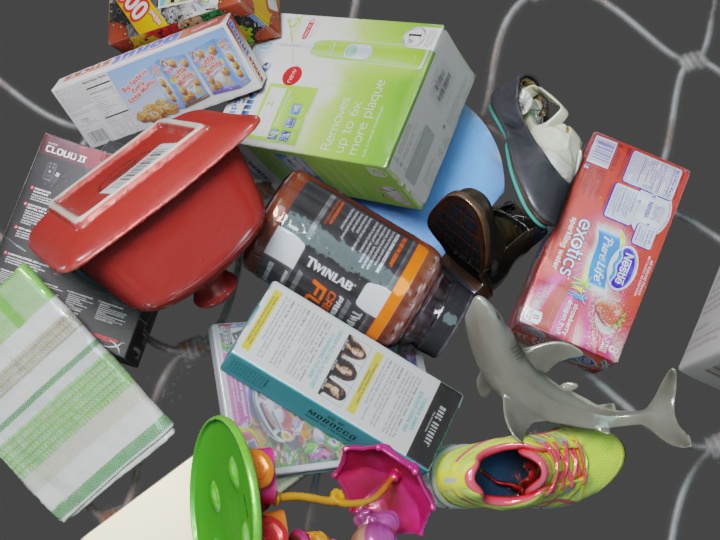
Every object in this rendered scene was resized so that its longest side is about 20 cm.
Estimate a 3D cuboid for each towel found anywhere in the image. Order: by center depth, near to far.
[{"bbox_3d":[-0.280,0.111,0.975,0.149,0.031,0.200,-39,95,12],"label":"towel"}]

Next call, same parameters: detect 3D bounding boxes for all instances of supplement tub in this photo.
[{"bbox_3d":[0.000,0.000,0.984,0.200,0.107,0.107,30,79,1],"label":"supplement tub"}]

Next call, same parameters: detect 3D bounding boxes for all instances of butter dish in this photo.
[{"bbox_3d":[-0.159,-0.032,0.924,0.200,0.199,0.148,-40,113,-14],"label":"butter dish"}]

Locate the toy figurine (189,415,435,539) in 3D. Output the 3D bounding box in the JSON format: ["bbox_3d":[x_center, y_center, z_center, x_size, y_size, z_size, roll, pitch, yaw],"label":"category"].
[{"bbox_3d":[-0.023,0.210,0.869,0.184,0.150,0.200,0,57,-27],"label":"toy figurine"}]

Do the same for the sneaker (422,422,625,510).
[{"bbox_3d":[0.159,0.181,0.973,0.200,0.090,0.078,-8,82,-21],"label":"sneaker"}]

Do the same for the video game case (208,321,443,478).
[{"bbox_3d":[-0.030,0.111,0.988,0.200,0.018,0.143,-3,66,-23],"label":"video game case"}]

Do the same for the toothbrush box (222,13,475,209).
[{"bbox_3d":[-0.016,-0.152,1.010,0.200,0.086,0.146,13,73,34],"label":"toothbrush box"}]

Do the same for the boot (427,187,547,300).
[{"bbox_3d":[0.118,-0.042,0.981,0.097,0.200,0.075,-42,71,-13],"label":"boot"}]

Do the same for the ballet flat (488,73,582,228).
[{"bbox_3d":[0.167,-0.123,1.015,0.073,0.073,0.200,-5,40,-3],"label":"ballet flat"}]

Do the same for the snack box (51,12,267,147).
[{"bbox_3d":[-0.191,-0.176,1.023,0.200,0.072,0.024,-15,33,24],"label":"snack box"}]

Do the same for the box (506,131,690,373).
[{"bbox_3d":[0.221,-0.014,1.027,0.100,0.095,0.200,23,79,4],"label":"box"}]

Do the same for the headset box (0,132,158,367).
[{"bbox_3d":[-0.250,-0.027,1.027,0.148,0.075,0.200,17,78,2],"label":"headset box"}]

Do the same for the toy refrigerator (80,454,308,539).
[{"bbox_3d":[-0.144,0.212,0.981,0.200,0.070,0.076,-37,81,-13],"label":"toy refrigerator"}]

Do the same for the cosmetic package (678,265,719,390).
[{"bbox_3d":[0.422,0.026,0.988,0.166,0.167,0.200,25,79,5],"label":"cosmetic package"}]

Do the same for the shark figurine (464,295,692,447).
[{"bbox_3d":[0.172,0.122,0.959,0.214,0.128,0.090,25,43,4],"label":"shark figurine"}]

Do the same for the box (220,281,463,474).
[{"bbox_3d":[-0.016,0.099,0.959,0.200,0.049,0.082,32,60,-5],"label":"box"}]

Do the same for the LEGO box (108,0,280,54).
[{"bbox_3d":[-0.161,-0.309,1.052,0.149,0.077,0.200,-12,70,24],"label":"LEGO box"}]

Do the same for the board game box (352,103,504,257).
[{"bbox_3d":[0.042,-0.081,1.068,0.158,0.039,0.200,40,87,5],"label":"board game box"}]
